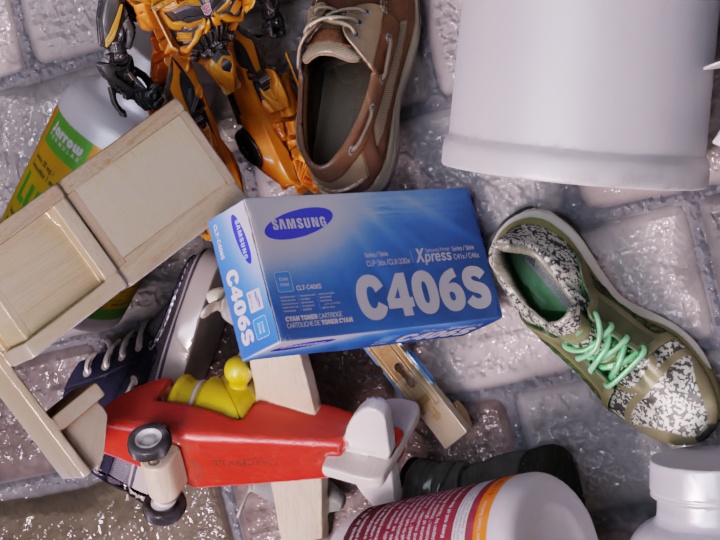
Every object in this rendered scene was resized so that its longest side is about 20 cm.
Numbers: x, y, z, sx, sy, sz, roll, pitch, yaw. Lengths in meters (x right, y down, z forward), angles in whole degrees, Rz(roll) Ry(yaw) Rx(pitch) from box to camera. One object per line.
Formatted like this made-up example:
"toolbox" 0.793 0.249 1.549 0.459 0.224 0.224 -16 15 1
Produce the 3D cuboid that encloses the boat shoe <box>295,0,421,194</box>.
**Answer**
"boat shoe" -0.005 -0.146 1.371 0.075 0.072 0.202 -6 74 23

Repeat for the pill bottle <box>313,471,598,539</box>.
"pill bottle" 0.049 0.202 1.333 0.199 0.113 0.114 -16 90 37

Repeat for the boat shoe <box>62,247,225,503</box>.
"boat shoe" -0.161 0.065 1.483 0.092 0.075 0.202 22 105 12

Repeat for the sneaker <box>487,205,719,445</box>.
"sneaker" 0.149 0.044 1.339 0.200 0.088 0.077 43 110 13

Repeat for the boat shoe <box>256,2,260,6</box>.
"boat shoe" -0.132 -0.250 1.440 0.199 0.071 0.070 32 105 10

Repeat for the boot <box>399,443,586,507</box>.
"boot" 0.100 0.219 1.406 0.130 0.068 0.202 -13 88 34

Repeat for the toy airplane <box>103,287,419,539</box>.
"toy airplane" -0.056 0.098 1.405 0.198 0.142 0.200 33 124 -22

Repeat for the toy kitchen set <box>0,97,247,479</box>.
"toy kitchen set" -0.169 0.020 1.365 0.180 0.200 0.164 -38 97 -20

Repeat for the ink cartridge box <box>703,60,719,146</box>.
"ink cartridge box" 0.315 -0.103 1.228 0.199 0.128 0.126 29 106 17

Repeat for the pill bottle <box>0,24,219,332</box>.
"pill bottle" -0.179 -0.068 1.456 0.111 0.111 0.201 34 108 16

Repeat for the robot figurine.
"robot figurine" -0.095 -0.127 1.374 0.058 0.145 0.201 21 138 53

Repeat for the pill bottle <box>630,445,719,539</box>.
"pill bottle" 0.227 0.219 1.314 0.111 0.112 0.202 0 97 23

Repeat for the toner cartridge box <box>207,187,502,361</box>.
"toner cartridge box" 0.000 0.000 1.331 0.043 0.199 0.096 -28 74 45

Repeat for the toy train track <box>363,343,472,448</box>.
"toy train track" 0.011 0.035 1.428 0.115 0.032 0.200 -42 84 31

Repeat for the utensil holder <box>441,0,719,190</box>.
"utensil holder" 0.143 -0.159 1.278 0.169 0.170 0.202 8 97 22
